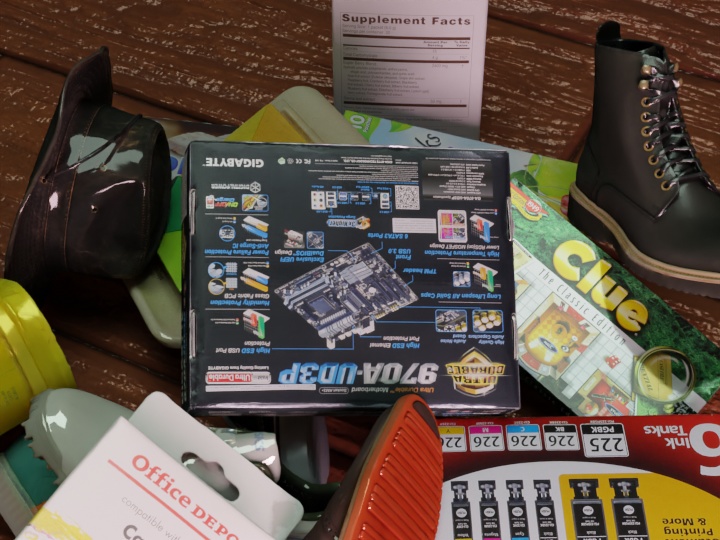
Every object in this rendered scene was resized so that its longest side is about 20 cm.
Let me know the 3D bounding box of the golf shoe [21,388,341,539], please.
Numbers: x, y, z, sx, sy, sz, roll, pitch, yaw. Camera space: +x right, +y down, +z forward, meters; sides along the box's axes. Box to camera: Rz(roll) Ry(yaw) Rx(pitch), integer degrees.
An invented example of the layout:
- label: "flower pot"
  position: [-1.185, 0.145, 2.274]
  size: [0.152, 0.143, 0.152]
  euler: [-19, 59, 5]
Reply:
- label: "golf shoe"
  position: [-0.093, 0.109, 0.838]
  size: [0.199, 0.097, 0.079]
  euler: [33, 29, -26]

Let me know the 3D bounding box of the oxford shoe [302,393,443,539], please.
- label: "oxford shoe"
  position: [-0.013, 0.151, 0.788]
  size: [0.072, 0.071, 0.201]
  euler: [-6, 44, 38]

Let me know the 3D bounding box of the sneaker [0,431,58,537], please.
- label: "sneaker"
  position: [-0.149, 0.153, 0.863]
  size: [0.080, 0.071, 0.200]
  euler: [-46, 54, -4]

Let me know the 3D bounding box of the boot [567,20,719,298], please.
- label: "boot"
  position: [0.201, -0.074, 0.947]
  size: [0.077, 0.139, 0.200]
  euler: [-10, 25, -28]

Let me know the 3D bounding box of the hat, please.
- label: "hat"
  position: [-0.173, -0.049, 1.011]
  size: [0.080, 0.201, 0.201]
  euler: [16, 46, -1]

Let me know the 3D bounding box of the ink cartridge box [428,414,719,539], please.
- label: "ink cartridge box"
  position: [0.132, 0.176, 0.843]
  size: [0.198, 0.084, 0.176]
  euler: [-1, 46, -1]

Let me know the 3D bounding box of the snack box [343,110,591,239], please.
- label: "snack box"
  position: [0.067, -0.034, 1.064]
  size: [0.198, 0.053, 0.143]
  euler: [13, 45, 4]

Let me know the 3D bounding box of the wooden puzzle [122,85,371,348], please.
- label: "wooden puzzle"
  position: [-0.086, -0.049, 1.039]
  size: [0.199, 0.037, 0.185]
  euler: [-35, 35, -4]

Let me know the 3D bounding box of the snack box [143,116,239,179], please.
- label: "snack box"
  position: [-0.096, -0.081, 1.148]
  size: [0.198, 0.024, 0.072]
  euler: [7, 47, 7]

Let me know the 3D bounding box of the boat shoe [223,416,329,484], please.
- label: "boat shoe"
  position: [-0.064, 0.080, 0.964]
  size: [0.070, 0.072, 0.200]
  euler: [-13, 35, 0]

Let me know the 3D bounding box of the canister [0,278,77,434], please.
- label: "canister"
  position: [-0.292, 0.089, 0.904]
  size: [0.199, 0.087, 0.148]
  euler: [-30, 14, -23]

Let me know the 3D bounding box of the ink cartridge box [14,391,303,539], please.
- label: "ink cartridge box"
  position: [-0.118, 0.159, 0.737]
  size: [0.116, 0.068, 0.200]
  euler: [38, 64, -1]

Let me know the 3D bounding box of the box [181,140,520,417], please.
- label: "box"
  position: [-0.006, 0.006, 0.871]
  size: [0.198, 0.046, 0.160]
  euler: [0, 78, -11]

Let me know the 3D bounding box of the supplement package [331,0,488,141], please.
- label: "supplement package"
  position: [0.038, -0.201, 1.144]
  size: [0.119, 0.201, 0.122]
  euler: [2, 44, 2]

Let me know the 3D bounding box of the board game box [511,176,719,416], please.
- label: "board game box"
  position: [0.142, 0.036, 0.975]
  size: [0.200, 0.023, 0.105]
  euler: [41, 69, 14]
